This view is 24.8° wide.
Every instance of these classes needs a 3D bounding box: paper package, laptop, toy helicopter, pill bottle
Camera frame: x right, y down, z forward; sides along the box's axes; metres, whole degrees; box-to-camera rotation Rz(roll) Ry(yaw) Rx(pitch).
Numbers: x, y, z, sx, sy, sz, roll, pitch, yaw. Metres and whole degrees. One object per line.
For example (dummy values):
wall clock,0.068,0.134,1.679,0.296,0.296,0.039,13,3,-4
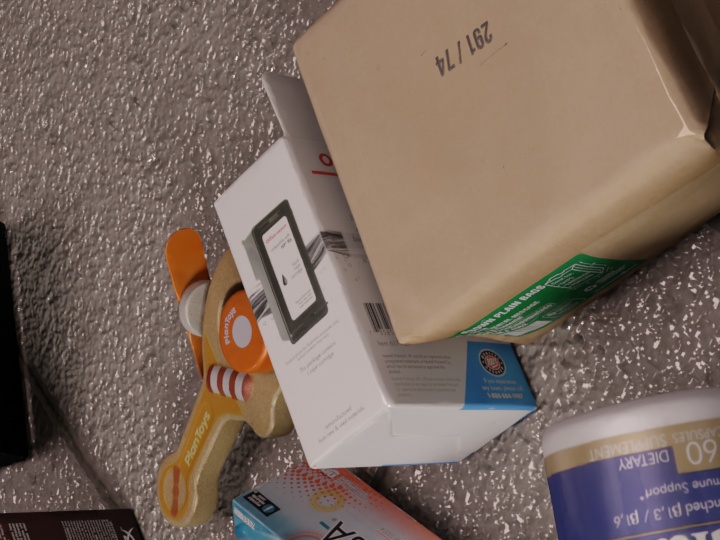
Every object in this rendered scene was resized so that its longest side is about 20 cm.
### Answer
paper package,0.085,-0.086,0.794,0.200,0.103,0.191,-37,62,37
laptop,-0.304,0.055,1.183,0.200,0.103,0.178,-20,72,43
toy helicopter,-0.085,0.065,0.979,0.132,0.079,0.201,46,122,38
pill bottle,0.149,0.157,0.705,0.111,0.111,0.201,-22,72,43

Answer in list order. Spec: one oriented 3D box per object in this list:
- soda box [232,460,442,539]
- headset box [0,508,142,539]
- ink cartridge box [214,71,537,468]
soda box,0.017,0.177,0.859,0.200,0.068,0.064,31,134,43
headset box,-0.252,0.225,1.048,0.149,0.199,0.077,-48,55,31
ink cartridge box,0.000,0.000,0.866,0.068,0.116,0.201,-40,60,35
